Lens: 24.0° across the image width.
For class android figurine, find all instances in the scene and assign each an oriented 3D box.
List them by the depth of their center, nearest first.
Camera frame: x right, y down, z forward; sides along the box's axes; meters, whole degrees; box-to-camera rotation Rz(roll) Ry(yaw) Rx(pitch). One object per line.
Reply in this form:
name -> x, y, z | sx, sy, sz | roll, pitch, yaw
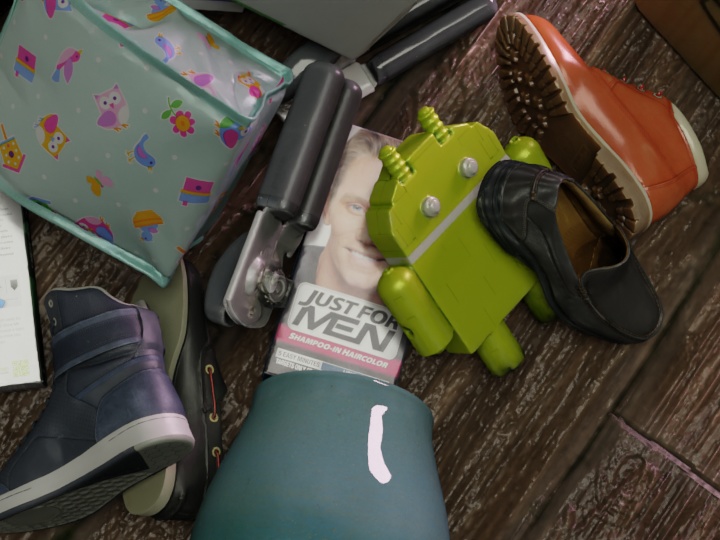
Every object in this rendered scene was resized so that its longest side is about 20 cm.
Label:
android figurine -> 0.080, -0.025, 1.250 | 0.182, 0.041, 0.201 | -44, 115, -26

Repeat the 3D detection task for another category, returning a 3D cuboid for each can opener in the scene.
can opener -> -0.063, -0.055, 1.234 | 0.067, 0.053, 0.201 | 11, 77, 35
can opener -> 0.016, -0.175, 1.306 | 0.199, 0.067, 0.054 | -31, 84, -9

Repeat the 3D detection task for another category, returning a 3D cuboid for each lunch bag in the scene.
lunch bag -> -0.176, -0.116, 1.211 | 0.199, 0.122, 0.171 | 32, 121, 1

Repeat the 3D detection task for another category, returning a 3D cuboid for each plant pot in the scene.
plant pot -> -0.025, 0.179, 1.184 | 0.199, 0.200, 0.189 | 10, 65, -3

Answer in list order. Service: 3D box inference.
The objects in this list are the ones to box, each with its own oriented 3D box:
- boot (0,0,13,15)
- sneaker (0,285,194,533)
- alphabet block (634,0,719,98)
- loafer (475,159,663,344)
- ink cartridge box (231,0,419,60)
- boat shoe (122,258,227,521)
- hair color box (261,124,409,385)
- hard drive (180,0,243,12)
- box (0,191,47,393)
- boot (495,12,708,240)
boot -> -0.222, -0.226, 1.295 | 0.150, 0.073, 0.201 | 26, 70, 1
sneaker -> -0.214, 0.097, 1.218 | 0.202, 0.077, 0.147 | -30, 66, 25
alphabet block -> 0.352, -0.225, 1.276 | 0.195, 0.200, 0.196 | -43, 85, -11
loafer -> 0.169, -0.006, 1.247 | 0.200, 0.072, 0.073 | 38, 69, -33
ink cartridge box -> -0.037, -0.280, 1.254 | 0.145, 0.087, 0.201 | 22, 50, -29
boat shoe -> -0.136, 0.086, 1.253 | 0.063, 0.073, 0.203 | 17, 63, -40
hair color box -> 0.000, 0.000, 1.277 | 0.099, 0.061, 0.201 | 17, 78, -2
hard drive -> -0.187, -0.259, 1.258 | 0.198, 0.025, 0.133 | 2, 66, -11
box -> -0.317, -0.003, 1.265 | 0.143, 0.036, 0.202 | -7, 82, -6
boot -> 0.187, -0.126, 1.318 | 0.107, 0.075, 0.201 | -29, 79, -26
